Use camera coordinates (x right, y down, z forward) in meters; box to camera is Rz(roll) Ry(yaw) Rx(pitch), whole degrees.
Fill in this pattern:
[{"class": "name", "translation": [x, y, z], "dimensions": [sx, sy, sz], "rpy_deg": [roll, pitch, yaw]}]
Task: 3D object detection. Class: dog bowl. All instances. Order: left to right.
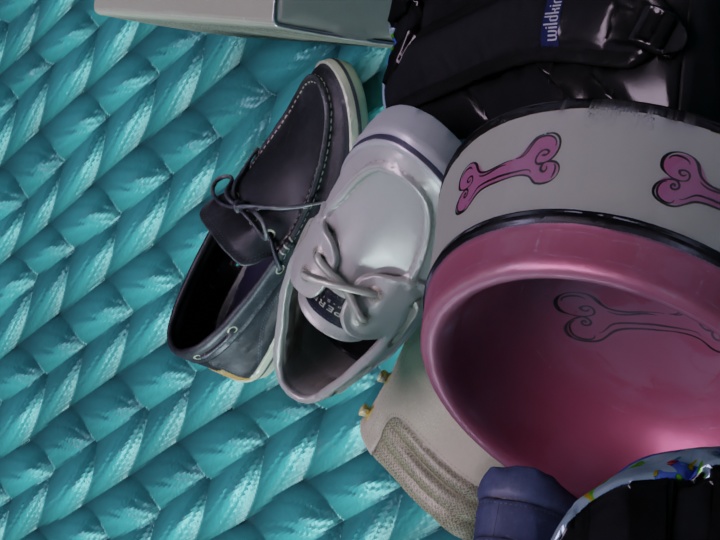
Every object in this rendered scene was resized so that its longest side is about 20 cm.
[{"class": "dog bowl", "translation": [0.112, 0.027, 1.001], "dimensions": [0.200, 0.200, 0.074], "rpy_deg": [-28, 29, 51]}]

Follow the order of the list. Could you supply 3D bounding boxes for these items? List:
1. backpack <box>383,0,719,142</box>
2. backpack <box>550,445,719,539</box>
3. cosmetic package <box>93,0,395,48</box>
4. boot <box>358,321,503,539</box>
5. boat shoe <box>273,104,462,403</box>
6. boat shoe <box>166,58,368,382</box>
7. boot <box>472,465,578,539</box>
[{"class": "backpack", "translation": [0.096, -0.101, 1.095], "dimensions": [0.199, 0.153, 0.164], "rpy_deg": [-5, 72, 38]}, {"class": "backpack", "translation": [0.127, 0.164, 0.930], "dimensions": [0.162, 0.154, 0.201], "rpy_deg": [-4, 99, 17]}, {"class": "cosmetic package", "translation": [-0.052, -0.163, 1.363], "dimensions": [0.200, 0.103, 0.074], "rpy_deg": [10, 94, 55]}, {"class": "boot", "translation": [0.043, 0.014, 1.229], "dimensions": [0.155, 0.072, 0.200], "rpy_deg": [-62, 40, 34]}, {"class": "boat shoe", "translation": [0.000, 0.000, 1.118], "dimensions": [0.072, 0.066, 0.200], "rpy_deg": [41, 152, 4]}, {"class": "boat shoe", "translation": [-0.051, -0.025, 1.381], "dimensions": [0.075, 0.062, 0.201], "rpy_deg": [56, 129, 46]}, {"class": "boot", "translation": [0.094, 0.156, 1.060], "dimensions": [0.072, 0.200, 0.091], "rpy_deg": [5, 68, 27]}]
